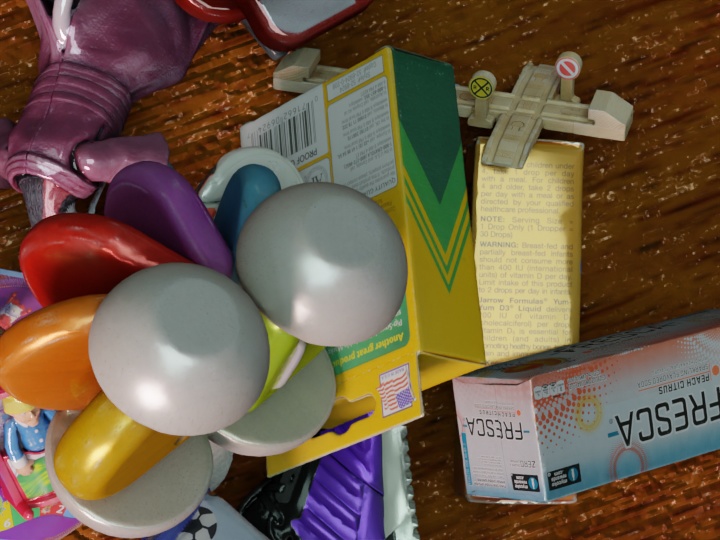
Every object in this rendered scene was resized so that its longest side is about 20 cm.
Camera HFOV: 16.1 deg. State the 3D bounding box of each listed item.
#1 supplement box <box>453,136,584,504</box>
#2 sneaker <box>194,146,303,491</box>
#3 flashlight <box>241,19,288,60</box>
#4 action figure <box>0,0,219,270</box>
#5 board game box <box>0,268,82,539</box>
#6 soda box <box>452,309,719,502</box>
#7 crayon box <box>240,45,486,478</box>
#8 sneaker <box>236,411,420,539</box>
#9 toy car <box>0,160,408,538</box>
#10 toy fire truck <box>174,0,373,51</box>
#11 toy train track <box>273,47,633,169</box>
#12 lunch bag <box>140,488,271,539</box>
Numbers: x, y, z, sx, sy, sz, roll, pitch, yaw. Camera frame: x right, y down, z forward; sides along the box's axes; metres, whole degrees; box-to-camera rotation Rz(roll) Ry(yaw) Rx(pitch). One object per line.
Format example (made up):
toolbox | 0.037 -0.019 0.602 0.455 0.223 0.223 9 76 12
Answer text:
supplement box | 0.088 0.028 1.408 0.069 0.067 0.200 0 89 -4
sneaker | -0.091 0.023 1.341 0.077 0.082 0.200 15 102 -26
flashlight | -0.087 -0.210 1.408 0.068 0.068 0.200 -41 96 -38
action figure | -0.144 -0.092 1.350 0.134 0.149 0.200 0 57 21
board game box | -0.180 0.082 1.343 0.200 0.039 0.158 12 108 -39
soda box | 0.145 0.070 1.360 0.200 0.064 0.069 -12 97 -38
crayon box | 0.000 0.000 1.331 0.052 0.126 0.200 12 64 -40
sneaker | -0.022 0.115 1.397 0.099 0.070 0.200 -7 88 -1
toy car | -0.086 0.019 1.218 0.200 0.175 0.150 -31 74 -32
toy fire truck | -0.041 -0.227 1.323 0.168 0.112 0.200 -31 91 -12
toy train track | 0.050 -0.104 1.398 0.200 0.115 0.033 9 124 13
lunch bag | -0.074 0.220 1.337 0.170 0.200 0.124 39 56 -1
